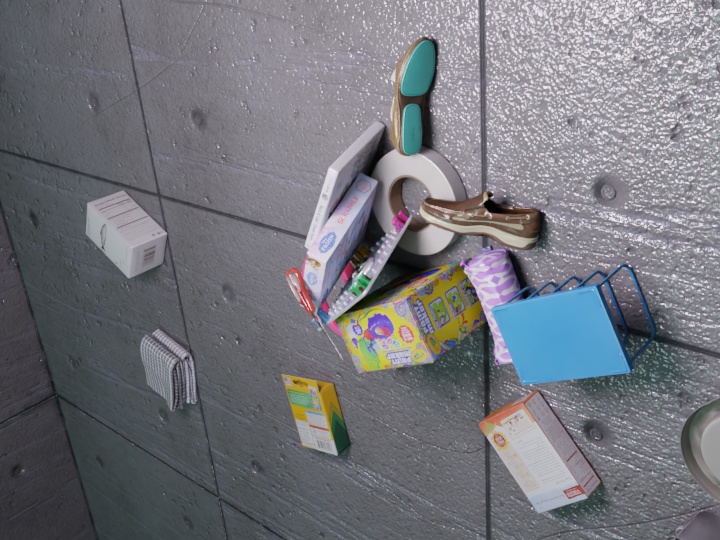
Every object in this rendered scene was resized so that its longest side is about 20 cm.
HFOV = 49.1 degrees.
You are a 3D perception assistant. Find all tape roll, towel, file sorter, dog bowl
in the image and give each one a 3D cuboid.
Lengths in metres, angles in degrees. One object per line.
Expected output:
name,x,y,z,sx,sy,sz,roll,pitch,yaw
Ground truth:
tape roll,0.103,-0.127,1.430,0.202,0.037,0.204,24,128,34
towel,-0.561,0.294,2.288,0.165,0.085,0.201,28,129,33
file sorter,0.339,0.084,1.248,0.200,0.122,0.139,-17,99,48
dog bowl,0.580,0.265,1.158,0.199,0.059,0.201,23,127,34

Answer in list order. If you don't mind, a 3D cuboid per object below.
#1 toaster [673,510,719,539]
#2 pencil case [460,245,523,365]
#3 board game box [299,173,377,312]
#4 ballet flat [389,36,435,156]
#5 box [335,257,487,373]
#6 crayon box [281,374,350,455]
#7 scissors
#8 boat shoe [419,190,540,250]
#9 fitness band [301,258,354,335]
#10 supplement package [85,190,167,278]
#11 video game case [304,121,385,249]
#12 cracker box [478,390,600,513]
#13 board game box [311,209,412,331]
toaster,0.575,0.511,1.254,0.200,0.118,0.182,30,131,31
pencil case,0.242,0.061,1.359,0.085,0.084,0.201,-19,98,14
board game box,-0.042,-0.047,1.459,0.041,0.200,0.200,27,150,7
ballet flat,0.079,-0.297,1.339,0.072,0.068,0.201,38,131,52
box,0.097,0.084,1.435,0.200,0.192,0.123,-17,100,48
crayon box,-0.106,0.333,1.883,0.125,0.051,0.201,3,114,44
scissors,-0.083,0.081,1.422,0.201,0.014,0.073,60,156,10
boat shoe,0.200,-0.099,1.305,0.201,0.075,0.075,15,117,10
fitness band,-0.056,0.051,1.687,0.143,0.037,0.201,-7,108,46
supplement package,-0.628,-0.099,2.111,0.200,0.117,0.117,41,136,22
video game case,-0.027,-0.154,1.424,0.024,0.200,0.183,29,132,8
cracker box,0.327,0.335,1.449,0.200,0.058,0.134,57,139,6
board game box,0.000,0.000,1.430,0.026,0.200,0.200,38,146,-8
